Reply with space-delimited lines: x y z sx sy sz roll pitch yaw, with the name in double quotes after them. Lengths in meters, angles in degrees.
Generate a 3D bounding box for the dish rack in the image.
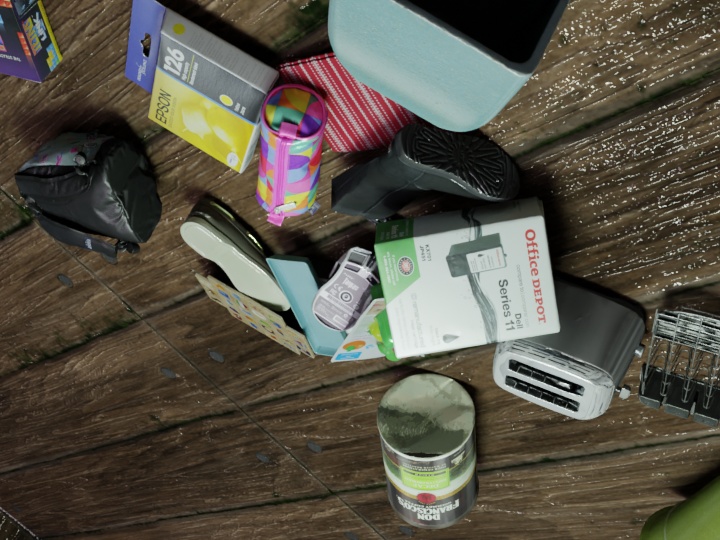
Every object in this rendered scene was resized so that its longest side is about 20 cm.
0.415 0.113 1.427 0.151 0.055 0.202 16 141 18 "dish rack"

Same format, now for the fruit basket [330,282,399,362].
0.072 0.076 1.547 0.182 0.095 0.201 -5 149 -22 "fruit basket"

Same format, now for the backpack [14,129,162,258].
-0.385 -0.118 1.669 0.197 0.127 0.169 6 127 32 "backpack"

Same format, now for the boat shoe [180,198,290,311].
-0.167 -0.021 1.685 0.072 0.061 0.201 -25 122 41 "boat shoe"

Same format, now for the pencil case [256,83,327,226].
-0.085 -0.138 1.436 0.087 0.089 0.201 25 152 8 "pencil case"

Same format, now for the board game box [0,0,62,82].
-0.503 -0.342 1.537 0.197 0.057 0.167 16 142 21 "board game box"

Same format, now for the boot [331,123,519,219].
0.071 -0.098 1.401 0.163 0.067 0.200 22 154 -19 "boot"

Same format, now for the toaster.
0.245 0.091 1.457 0.197 0.130 0.114 21 144 13 "toaster"

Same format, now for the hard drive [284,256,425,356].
-0.005 0.052 1.676 0.197 0.038 0.141 9 141 27 "hard drive"

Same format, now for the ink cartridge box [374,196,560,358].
0.126 0.008 1.375 0.197 0.083 0.149 -10 107 7 "ink cartridge box"

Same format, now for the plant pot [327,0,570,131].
0.082 -0.247 1.113 0.194 0.198 0.200 29 155 1 "plant pot"

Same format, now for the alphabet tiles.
-0.158 0.068 1.778 0.198 0.006 0.167 29 165 17 "alphabet tiles"

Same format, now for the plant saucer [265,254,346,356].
-0.067 0.051 1.673 0.069 0.019 0.201 7 138 32 "plant saucer"

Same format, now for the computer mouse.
0.000 0.000 1.566 0.109 0.044 0.200 33 125 -8 "computer mouse"

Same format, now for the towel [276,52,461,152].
0.011 -0.200 1.363 0.198 0.023 0.145 -3 136 41 "towel"

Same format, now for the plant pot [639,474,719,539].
0.501 0.348 1.566 0.198 0.201 0.191 27 133 4 "plant pot"

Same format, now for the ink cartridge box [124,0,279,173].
-0.208 -0.227 1.456 0.198 0.047 0.198 28 153 -2 "ink cartridge box"

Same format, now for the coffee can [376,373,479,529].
0.103 0.272 1.775 0.144 0.147 0.202 15 143 20 "coffee can"
